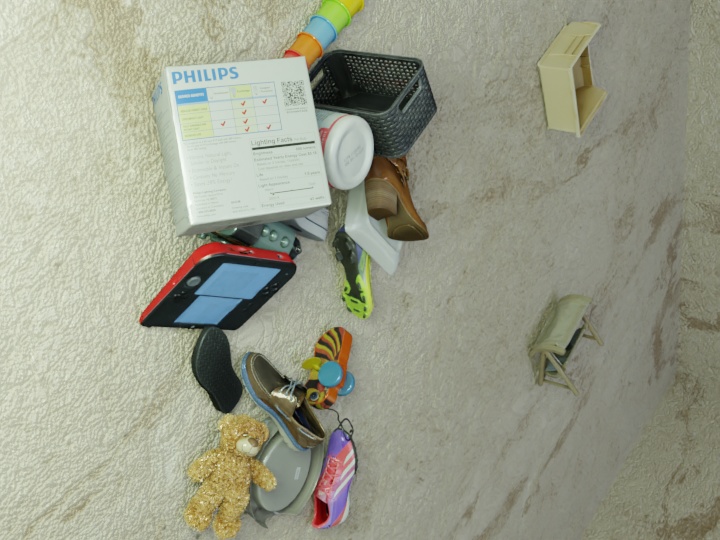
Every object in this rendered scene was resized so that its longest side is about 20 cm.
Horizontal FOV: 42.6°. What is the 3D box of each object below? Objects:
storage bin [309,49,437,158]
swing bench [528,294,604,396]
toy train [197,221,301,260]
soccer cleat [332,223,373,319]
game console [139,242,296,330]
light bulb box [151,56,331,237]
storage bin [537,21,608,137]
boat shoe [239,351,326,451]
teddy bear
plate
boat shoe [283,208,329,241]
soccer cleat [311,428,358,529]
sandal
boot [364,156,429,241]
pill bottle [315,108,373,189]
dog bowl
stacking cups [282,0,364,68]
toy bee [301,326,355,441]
[{"bbox_3d":[0.007,-0.270,1.486,0.136,0.198,0.094,-55,141,-27],"label":"storage bin"},{"bbox_3d":[0.567,0.199,2.562,0.200,0.129,0.201,-53,135,-29],"label":"swing bench"},{"bbox_3d":[-0.170,-0.062,1.384,0.200,0.113,0.086,32,76,-55],"label":"toy train"},{"bbox_3d":[0.001,0.000,1.705,0.084,0.064,0.202,-45,136,-40],"label":"soccer cleat"},{"bbox_3d":[-0.203,0.031,1.354,0.177,0.031,0.199,-47,150,24],"label":"game console"},{"bbox_3d":[-0.161,-0.164,1.231,0.196,0.125,0.203,-10,89,-22],"label":"light bulb box"},{"bbox_3d":[0.527,-0.474,2.269,0.199,0.093,0.201,-52,140,-30],"label":"storage bin"},{"bbox_3d":[-0.123,0.212,1.544,0.201,0.072,0.072,56,36,-20],"label":"boat shoe"},{"bbox_3d":[-0.209,0.335,1.488,0.145,0.067,0.201,39,82,-9],"label":"teddy bear"},{"bbox_3d":[0.038,-0.120,1.689,0.199,0.032,0.203,42,49,-53],"label":"plate"},{"bbox_3d":[-0.110,-0.107,1.507,0.200,0.073,0.066,37,67,-65],"label":"boat shoe"},{"bbox_3d":[-0.054,0.405,1.783,0.073,0.068,0.203,-11,114,-49],"label":"soccer cleat"},{"bbox_3d":[-0.235,0.156,1.445,0.076,0.047,0.202,-53,153,-31],"label":"sandal"},{"bbox_3d":[0.070,-0.147,1.647,0.200,0.073,0.157,40,46,-57],"label":"boot"},{"bbox_3d":[-0.086,-0.189,1.380,0.108,0.198,0.110,-25,123,-48],"label":"pill bottle"},{"bbox_3d":[-0.147,0.347,1.627,0.199,0.058,0.203,-27,125,-48],"label":"dog bowl"},{"bbox_3d":[-0.069,-0.374,1.464,0.201,0.060,0.061,-55,141,-26],"label":"stacking cups"},{"bbox_3d":[-0.072,0.202,1.664,0.201,0.107,0.132,-77,147,-45],"label":"toy bee"}]
